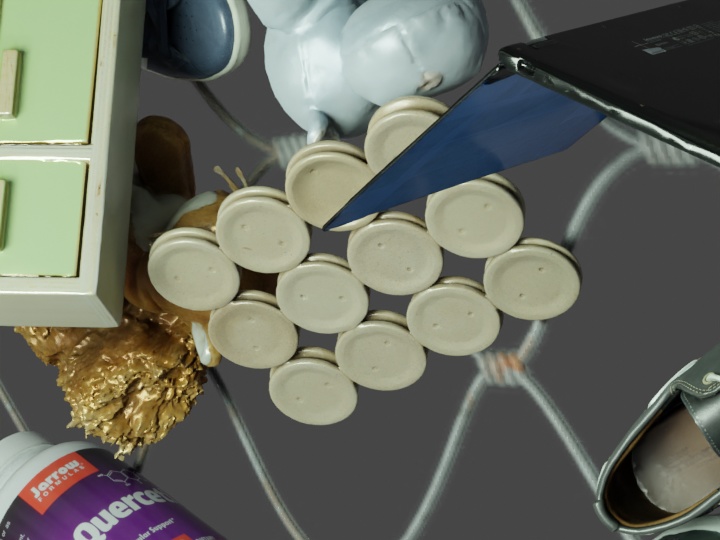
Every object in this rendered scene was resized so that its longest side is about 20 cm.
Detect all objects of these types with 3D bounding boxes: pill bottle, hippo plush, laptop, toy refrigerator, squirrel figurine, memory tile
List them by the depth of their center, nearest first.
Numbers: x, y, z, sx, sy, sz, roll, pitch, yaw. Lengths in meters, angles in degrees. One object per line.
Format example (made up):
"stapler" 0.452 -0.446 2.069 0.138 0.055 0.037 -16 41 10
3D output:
"laptop" 0.125 -0.047 0.794 0.200 0.187 0.116 30 123 32
"hippo plush" -0.027 -0.137 0.923 0.200 0.159 0.161 -17 102 27
"memory tile" 0.000 0.000 0.965 0.200 0.017 0.153 -27 122 31
"toy refrigerator" -0.162 -0.075 0.991 0.076 0.070 0.200 1 73 5
"squirrel figurine" -0.124 0.005 1.097 0.187 0.142 0.200 22 126 23
"pill bottle" -0.161 0.183 1.183 0.200 0.112 0.112 31 123 31

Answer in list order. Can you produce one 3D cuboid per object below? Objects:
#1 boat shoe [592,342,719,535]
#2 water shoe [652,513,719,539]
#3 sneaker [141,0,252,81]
"boat shoe" 0.184 0.061 0.861 0.200 0.068 0.072 -46 70 40
"water shoe" 0.128 0.191 0.945 0.200 0.079 0.072 -43 74 42
"sneaker" -0.154 -0.148 1.087 0.200 0.085 0.075 15 114 38
